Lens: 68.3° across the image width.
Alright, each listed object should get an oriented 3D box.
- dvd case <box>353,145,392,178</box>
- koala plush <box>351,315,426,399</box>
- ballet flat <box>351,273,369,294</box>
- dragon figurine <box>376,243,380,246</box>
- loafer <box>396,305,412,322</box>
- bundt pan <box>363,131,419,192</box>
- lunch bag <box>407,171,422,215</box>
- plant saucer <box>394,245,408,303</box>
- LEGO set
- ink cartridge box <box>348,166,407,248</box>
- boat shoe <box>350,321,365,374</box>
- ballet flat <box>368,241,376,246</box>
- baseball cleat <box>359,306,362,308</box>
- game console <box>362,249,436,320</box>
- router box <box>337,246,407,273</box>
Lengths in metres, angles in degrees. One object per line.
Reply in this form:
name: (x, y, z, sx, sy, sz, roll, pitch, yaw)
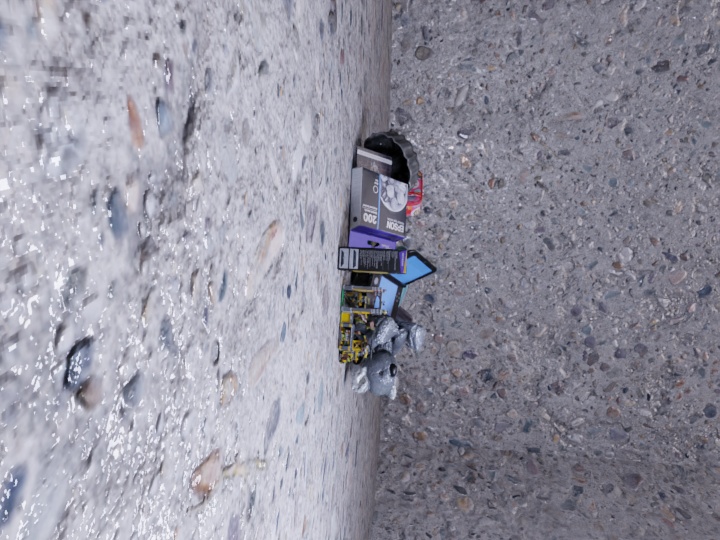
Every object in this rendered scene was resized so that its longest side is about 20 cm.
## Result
dvd case: (0.030, -0.214, 1.419, 0.146, 0.016, 0.209, 4, 89, -49)
koala plush: (0.055, 0.233, 1.408, 0.181, 0.173, 0.209, -4, -105, 51)
ballet flat: (0.000, 0.000, 1.501, 0.202, 0.054, 0.069, -92, -169, -65)
dragon figurine: (0.067, -0.086, 1.589, 0.200, 0.057, 0.103, 131, -20, -67)
loafer: (0.078, 0.109, 1.643, 0.063, 0.199, 0.073, -37, 163, -38)
bundt pan: (0.094, -0.306, 1.532, 0.075, 0.199, 0.208, -29, 133, -35)
lunch bag: (0.107, -0.251, 1.735, 0.083, 0.191, 0.182, 93, 2, -59)
plant saucer: (0.087, 0.028, 1.523, 0.198, 0.027, 0.208, -32, 129, -49)
LEGO set: (0.013, 0.125, 1.275, 0.155, 0.111, 0.208, 80, 13, -67)
ink cartridge box: (0.049, -0.146, 1.393, 0.194, 0.042, 0.209, 9, 83, -47)
boat shoe: (0.001, 0.200, 1.511, 0.070, 0.069, 0.205, 84, 18, -50)
ballet flat: (0.024, -0.121, 1.542, 0.069, 0.067, 0.205, 92, 4, -51)
baseball cleat: (0.033, 0.048, 1.534, 0.108, 0.067, 0.203, 83, 30, -50)
game console: (0.109, 0.048, 1.428, 0.199, 0.113, 0.183, 30, 73, -59)
router box: (0.034, -0.021, 1.241, 0.200, 0.150, 0.055, 10, 83, -84)
